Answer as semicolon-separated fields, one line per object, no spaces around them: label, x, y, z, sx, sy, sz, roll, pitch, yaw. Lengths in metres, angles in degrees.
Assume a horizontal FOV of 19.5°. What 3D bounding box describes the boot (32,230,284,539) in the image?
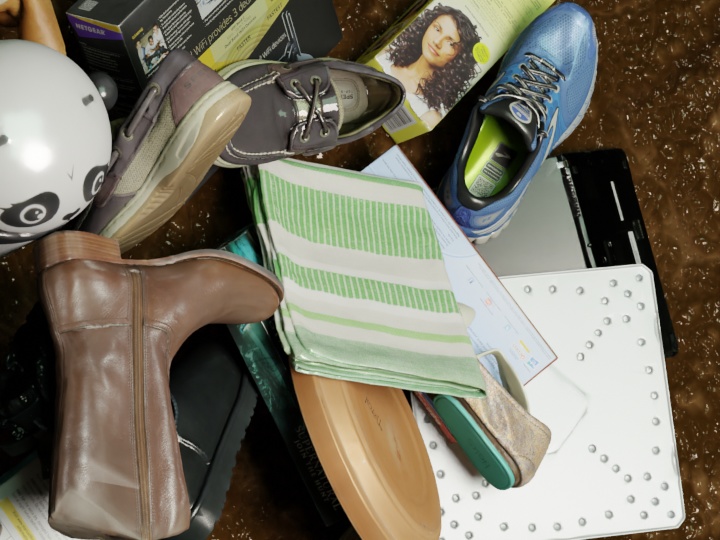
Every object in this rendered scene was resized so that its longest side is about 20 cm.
boot;-0.115;0.083;1.284;0.185;0.064;0.201;8;56;-32

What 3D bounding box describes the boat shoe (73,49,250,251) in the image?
boat shoe;-0.142;-0.073;1.373;0.065;0.200;0.072;50;47;6

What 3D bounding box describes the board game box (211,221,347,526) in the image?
board game box;-0.045;0.066;1.456;0.201;0.028;0.135;64;13;-6

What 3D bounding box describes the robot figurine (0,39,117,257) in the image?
robot figurine;-0.235;-0.068;1.309;0.124;0.200;0.151;22;67;-27

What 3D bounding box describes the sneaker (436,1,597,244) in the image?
sneaker;0.125;-0.116;1.574;0.078;0.089;0.201;27;78;2

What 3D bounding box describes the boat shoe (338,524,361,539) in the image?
boat shoe;-0.003;0.256;1.467;0.071;0.064;0.201;38;61;-20

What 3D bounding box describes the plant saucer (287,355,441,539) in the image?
plant saucer;0.008;0.114;1.448;0.201;0.032;0.201;59;14;-24

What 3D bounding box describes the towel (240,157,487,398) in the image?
towel;0.000;0.000;1.446;0.151;0.023;0.201;10;41;-25

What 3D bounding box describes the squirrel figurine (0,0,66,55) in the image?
squirrel figurine;-0.309;-0.212;1.348;0.185;0.142;0.201;-17;48;-10

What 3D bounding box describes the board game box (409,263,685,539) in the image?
board game box;0.134;0.104;1.573;0.198;0.026;0.202;-5;81;-11

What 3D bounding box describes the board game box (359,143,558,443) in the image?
board game box;0.047;0.017;1.545;0.103;0.019;0.200;-37;91;-14

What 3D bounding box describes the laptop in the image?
laptop;0.152;0.004;1.660;0.200;0.103;0.179;-11;85;-60

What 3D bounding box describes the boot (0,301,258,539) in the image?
boot;-0.153;0.076;1.362;0.162;0.073;0.199;41;33;-22

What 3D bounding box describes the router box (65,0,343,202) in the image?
router box;-0.104;-0.171;1.462;0.200;0.052;0.158;-49;140;-32

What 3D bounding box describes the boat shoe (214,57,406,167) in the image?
boat shoe;-0.039;-0.116;1.464;0.199;0.064;0.073;-17;102;-55

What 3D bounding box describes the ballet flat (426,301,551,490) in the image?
ballet flat;0.067;0.066;1.507;0.067;0.068;0.200;-41;99;-26

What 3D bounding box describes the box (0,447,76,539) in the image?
box;-0.231;0.185;1.344;0.200;0.049;0.083;-38;98;-33

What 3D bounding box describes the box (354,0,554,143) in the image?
box;0.077;-0.189;1.631;0.075;0.050;0.200;50;57;-14
